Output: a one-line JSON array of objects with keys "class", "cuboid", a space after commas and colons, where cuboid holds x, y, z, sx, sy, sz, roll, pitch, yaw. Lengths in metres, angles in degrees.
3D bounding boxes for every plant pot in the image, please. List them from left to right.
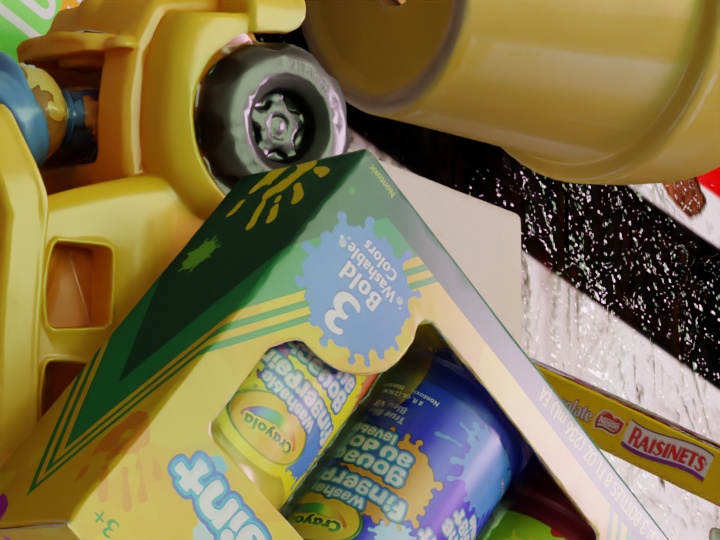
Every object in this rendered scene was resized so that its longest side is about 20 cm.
[{"class": "plant pot", "cuboid": [0.080, -0.137, 1.195, 0.188, 0.201, 0.201, -5, 76, -39]}]

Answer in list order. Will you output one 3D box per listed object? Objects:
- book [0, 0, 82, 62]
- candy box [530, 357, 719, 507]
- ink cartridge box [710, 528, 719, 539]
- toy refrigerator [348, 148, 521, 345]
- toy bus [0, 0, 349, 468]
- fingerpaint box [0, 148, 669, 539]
[{"class": "book", "cuboid": [-0.118, -0.051, 0.993, 0.200, 0.048, 0.134, 38, 50, -39]}, {"class": "candy box", "cuboid": [0.141, 0.082, 1.164, 0.102, 0.200, 0.026, 27, 89, -48]}, {"class": "ink cartridge box", "cuboid": [0.168, 0.205, 1.166, 0.200, 0.050, 0.163, 21, 70, -63]}, {"class": "toy refrigerator", "cuboid": [0.000, 0.000, 1.048, 0.200, 0.076, 0.070, 15, 74, -67]}, {"class": "toy bus", "cuboid": [-0.115, -0.006, 0.872, 0.192, 0.136, 0.201, 5, 85, -36]}, {"class": "fingerpaint box", "cuboid": [-0.003, 0.092, 0.810, 0.200, 0.073, 0.167, 52, 56, -21]}]
